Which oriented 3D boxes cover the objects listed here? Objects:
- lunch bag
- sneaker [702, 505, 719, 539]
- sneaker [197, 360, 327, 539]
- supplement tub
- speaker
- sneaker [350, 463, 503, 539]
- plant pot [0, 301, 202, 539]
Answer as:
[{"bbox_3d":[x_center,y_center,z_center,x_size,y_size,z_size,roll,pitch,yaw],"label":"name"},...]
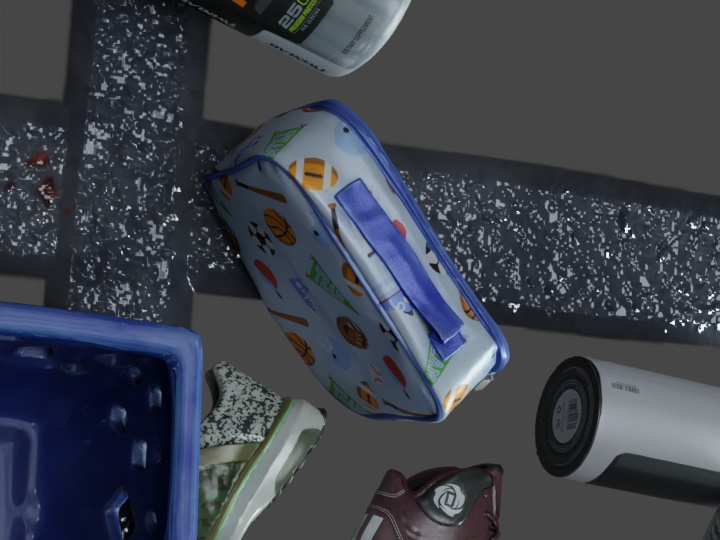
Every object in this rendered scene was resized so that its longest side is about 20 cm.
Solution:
[{"bbox_3d":[0.000,0.000,1.154,0.075,0.160,0.200,-39,101,-22],"label":"lunch bag"},{"bbox_3d":[0.251,0.238,1.268,0.079,0.078,0.201,11,96,-18],"label":"sneaker"},{"bbox_3d":[-0.108,0.135,1.152,0.089,0.077,0.200,39,65,-4],"label":"sneaker"},{"bbox_3d":[-0.069,-0.206,1.160,0.199,0.122,0.123,24,76,-21],"label":"supplement tub"},{"bbox_3d":[0.218,0.112,1.292,0.199,0.081,0.082,14,80,-24],"label":"speaker"},{"bbox_3d":[0.087,0.183,1.229,0.200,0.076,0.116,29,71,-20],"label":"sneaker"},{"bbox_3d":[-0.206,0.123,1.035,0.199,0.180,0.201,7,81,-25],"label":"plant pot"}]
